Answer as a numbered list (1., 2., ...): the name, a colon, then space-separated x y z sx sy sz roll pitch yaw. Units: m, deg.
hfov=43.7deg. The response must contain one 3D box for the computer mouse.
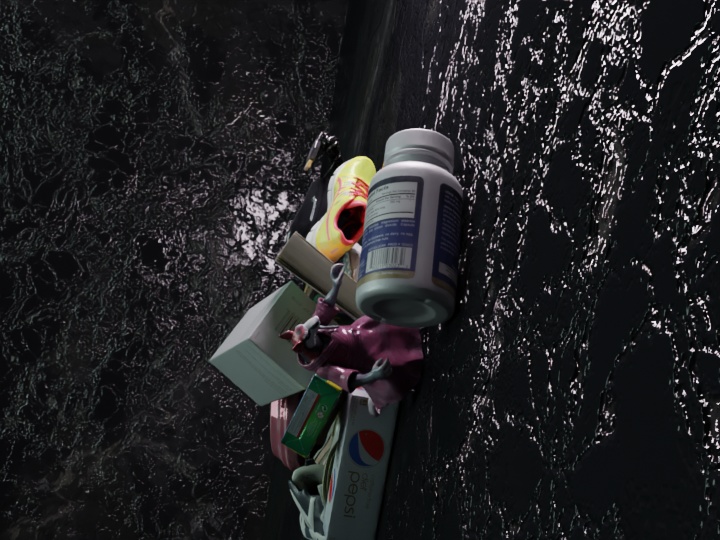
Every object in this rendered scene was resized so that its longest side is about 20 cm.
1. computer mouse: -0.065 -0.115 1.411 0.203 0.045 0.141 -65 -20 -20

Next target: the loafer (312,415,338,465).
1. loafer: -0.036 0.311 1.424 0.063 0.070 0.203 -101 24 -51

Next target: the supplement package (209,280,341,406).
1. supplement package: -0.131 0.117 1.379 0.118 0.117 0.199 -55 12 -28

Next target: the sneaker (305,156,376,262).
1. sneaker: -0.010 -0.095 1.356 0.090 0.078 0.203 -24 38 50

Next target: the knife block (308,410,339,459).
1. knife block: -0.049 0.279 1.566 0.176 0.063 0.204 -97 19 -64

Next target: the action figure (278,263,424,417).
1. action figure: -0.018 0.088 1.057 0.149 0.197 0.136 -40 54 41

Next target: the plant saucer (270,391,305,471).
1. plant saucer: -0.119 0.241 1.543 0.200 0.050 0.205 1 -90 -86

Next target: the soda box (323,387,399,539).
1. soda box: 0.000 0.261 1.196 0.064 0.067 0.205 -137 57 -82

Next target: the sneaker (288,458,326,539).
1. sneaker: -0.063 0.340 1.353 0.199 0.078 0.132 -165 59 -82

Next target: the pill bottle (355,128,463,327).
1. pill bottle: 0.058 -0.049 0.999 0.111 0.109 0.204 118 162 -66

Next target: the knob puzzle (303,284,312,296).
1. knob puzzle: -0.040 -0.063 1.484 0.220 0.030 0.224 -158 89 -85

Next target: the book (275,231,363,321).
1. book: -0.031 0.029 1.275 0.048 0.199 0.134 -53 5 -6

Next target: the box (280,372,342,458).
1. box: -0.042 0.159 1.249 0.119 0.048 0.200 -63 -6 21

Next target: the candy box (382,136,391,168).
1. candy box: 0.046 -0.081 1.340 0.116 0.054 0.203 -87 10 -58

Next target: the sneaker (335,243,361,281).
1. sneaker: 0.000 0.000 1.463 0.075 0.086 0.200 -62 6 17

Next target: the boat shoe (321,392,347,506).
1. boat shoe: -0.007 0.244 1.284 0.068 0.073 0.204 120 169 -72

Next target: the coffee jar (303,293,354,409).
1. coffee jar: -0.042 0.140 1.535 0.086 0.102 0.203 96 178 -55

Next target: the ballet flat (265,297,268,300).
1. ballet flat: -0.124 0.096 1.547 0.067 0.056 0.201 -58 -16 -25
